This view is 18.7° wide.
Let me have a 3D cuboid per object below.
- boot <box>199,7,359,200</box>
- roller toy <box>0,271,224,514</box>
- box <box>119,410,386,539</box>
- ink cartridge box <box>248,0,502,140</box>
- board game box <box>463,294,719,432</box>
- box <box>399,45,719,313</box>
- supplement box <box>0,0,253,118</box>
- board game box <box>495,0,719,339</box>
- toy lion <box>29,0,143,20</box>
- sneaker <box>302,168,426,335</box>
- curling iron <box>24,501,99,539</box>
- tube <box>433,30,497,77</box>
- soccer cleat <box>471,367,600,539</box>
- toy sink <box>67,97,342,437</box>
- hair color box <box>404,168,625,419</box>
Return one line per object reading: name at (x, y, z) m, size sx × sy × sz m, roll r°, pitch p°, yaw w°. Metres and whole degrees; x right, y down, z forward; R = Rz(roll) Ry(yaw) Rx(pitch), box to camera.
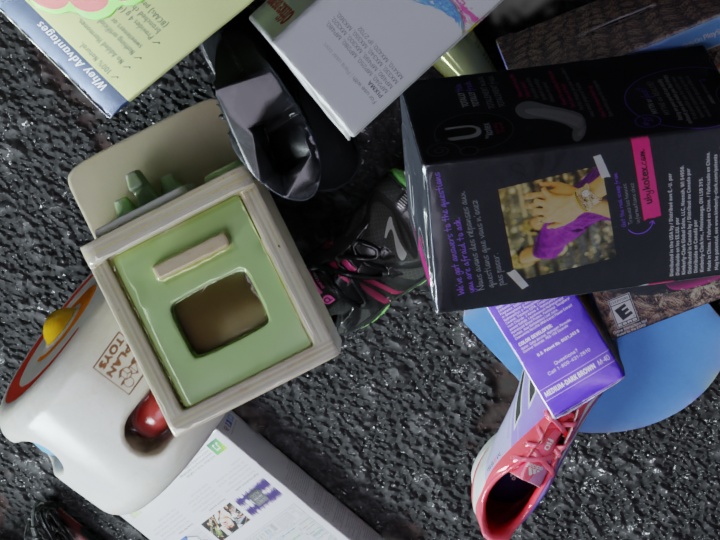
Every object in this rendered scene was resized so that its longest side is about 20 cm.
boot at (-0.046, -0.094, 1.485) m, size 0.066 × 0.200 × 0.165 m, roll -41°, pitch 111°, yaw 3°
roller toy at (-0.180, 0.076, 1.656) m, size 0.139 × 0.183 × 0.200 m, roll 38°, pitch 125°, yaw -14°
box at (-0.088, 0.217, 1.831) m, size 0.200 × 0.036 × 0.144 m, roll 42°, pitch 124°, yaw -15°
ink cartridge box at (0.032, -0.189, 1.383) m, size 0.200 × 0.146 × 0.083 m, roll -42°, pitch 105°, yaw 2°
board game box at (0.178, 0.032, 1.630) m, size 0.157 × 0.039 × 0.200 m, roll -32°, pitch 119°, yaw 26°
box at (0.130, -0.058, 1.350) m, size 0.198 × 0.123 × 0.107 m, roll -7°, pitch 119°, yaw -3°
supplement box at (-0.152, -0.252, 1.441) m, size 0.199 × 0.135 × 0.200 m, roll -34°, pitch 111°, yaw 31°
board game box at (0.202, -0.083, 1.471) m, size 0.158 × 0.097 × 0.201 m, roll -22°, pitch 119°, yaw 5°
toy lion at (-0.158, -0.240, 1.335) m, size 0.198 × 0.069 × 0.193 m, roll 2°, pitch 131°, yaw 12°
sneaker at (0.000, 0.000, 1.589) m, size 0.077 × 0.084 × 0.200 m, roll 49°, pitch 143°, yaw 12°
curling iron at (-0.215, 0.269, 1.896) m, size 0.200 × 0.050 × 0.025 m, roll 42°, pitch 145°, yaw -21°
tube at (0.050, -0.167, 1.498) m, size 0.052 × 0.058 × 0.200 m, roll -23°, pitch 116°, yaw 42°
soccer cleat at (0.137, 0.116, 1.623) m, size 0.068 × 0.073 × 0.201 m, roll 20°, pitch 123°, yaw -9°
toy sink at (-0.113, -0.007, 1.515) m, size 0.129 × 0.112 × 0.201 m, roll -25°, pitch 93°, yaw 2°
hair color box at (0.107, -0.008, 1.511) m, size 0.065 × 0.109 × 0.201 m, roll -32°, pitch 99°, yaw 9°
